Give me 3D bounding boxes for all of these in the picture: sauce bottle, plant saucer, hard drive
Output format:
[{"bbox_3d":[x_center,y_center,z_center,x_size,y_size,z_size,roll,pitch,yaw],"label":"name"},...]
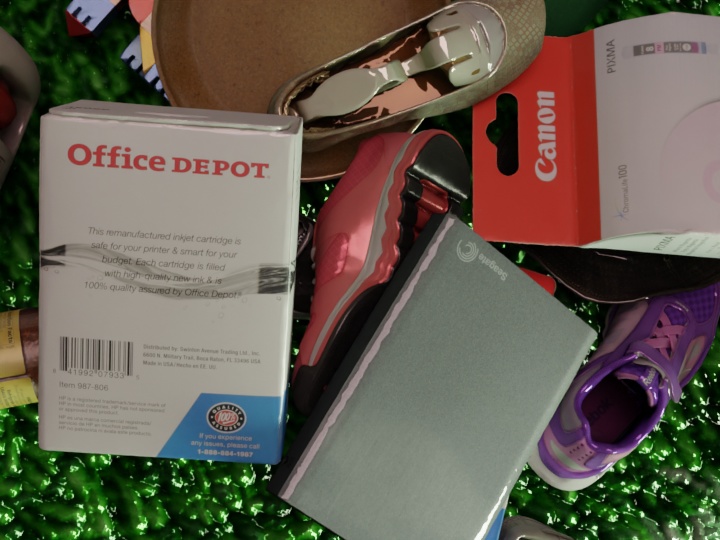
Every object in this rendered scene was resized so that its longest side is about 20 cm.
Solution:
[{"bbox_3d":[-0.223,0.058,0.789,0.199,0.066,0.066,-9,79,-11],"label":"sauce bottle"},{"bbox_3d":[-0.039,-0.161,0.799,0.199,0.035,0.201,-2,108,-7],"label":"plant saucer"},{"bbox_3d":[0.049,0.085,0.742,0.139,0.033,0.200,37,76,-23],"label":"hard drive"}]

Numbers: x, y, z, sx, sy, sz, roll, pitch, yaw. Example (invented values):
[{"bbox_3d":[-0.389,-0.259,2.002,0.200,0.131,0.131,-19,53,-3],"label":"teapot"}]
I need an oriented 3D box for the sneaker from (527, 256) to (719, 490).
[{"bbox_3d":[0.196,0.066,0.832,0.080,0.088,0.200,40,74,4],"label":"sneaker"}]

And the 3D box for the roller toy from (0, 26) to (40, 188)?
[{"bbox_3d":[-0.306,-0.101,0.747,0.182,0.200,0.140,29,75,-35],"label":"roller toy"}]

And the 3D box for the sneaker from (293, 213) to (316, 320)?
[{"bbox_3d":[-0.082,-0.030,0.799,0.199,0.116,0.075,24,76,-2],"label":"sneaker"}]

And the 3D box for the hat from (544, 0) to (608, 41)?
[{"bbox_3d":[0.113,-0.155,0.842,0.165,0.200,0.177,14,81,-30],"label":"hat"}]

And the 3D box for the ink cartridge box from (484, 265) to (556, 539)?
[{"bbox_3d":[0.053,0.089,0.818,0.116,0.067,0.201,18,77,-4],"label":"ink cartridge box"}]

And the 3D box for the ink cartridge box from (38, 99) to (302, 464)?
[{"bbox_3d":[-0.111,0.004,0.712,0.144,0.084,0.201,4,104,-1],"label":"ink cartridge box"}]

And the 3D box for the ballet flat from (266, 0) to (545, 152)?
[{"bbox_3d":[0.034,-0.126,0.764,0.199,0.062,0.068,-26,92,0],"label":"ballet flat"}]

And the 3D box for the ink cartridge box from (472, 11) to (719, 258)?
[{"bbox_3d":[0.176,-0.092,0.774,0.199,0.057,0.163,6,67,-9],"label":"ink cartridge box"}]

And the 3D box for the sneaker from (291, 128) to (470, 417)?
[{"bbox_3d":[0.000,0.000,0.780,0.074,0.087,0.201,29,82,-43],"label":"sneaker"}]

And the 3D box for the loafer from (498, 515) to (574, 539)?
[{"bbox_3d":[0.169,0.237,0.801,0.200,0.070,0.070,33,76,0],"label":"loafer"}]

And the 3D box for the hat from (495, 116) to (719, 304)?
[{"bbox_3d":[0.194,-0.075,0.838,0.200,0.081,0.201,4,58,-6],"label":"hat"}]

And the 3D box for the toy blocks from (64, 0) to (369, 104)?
[{"bbox_3d":[-0.114,-0.177,0.845,0.200,0.100,0.137,41,88,-5],"label":"toy blocks"}]
